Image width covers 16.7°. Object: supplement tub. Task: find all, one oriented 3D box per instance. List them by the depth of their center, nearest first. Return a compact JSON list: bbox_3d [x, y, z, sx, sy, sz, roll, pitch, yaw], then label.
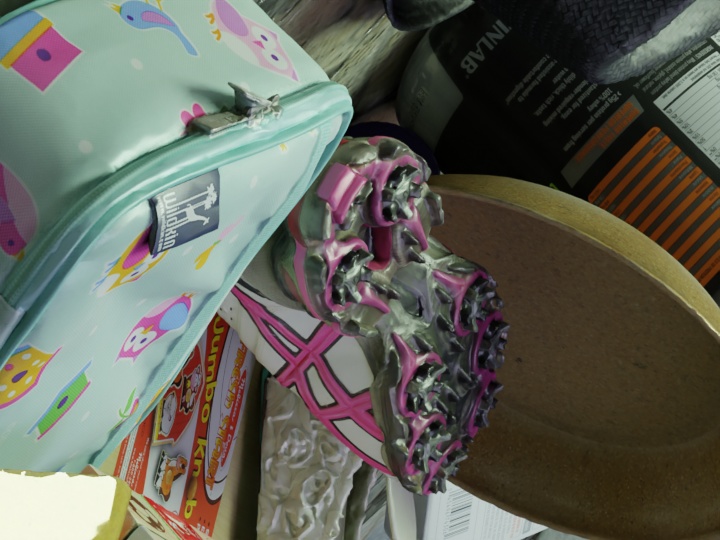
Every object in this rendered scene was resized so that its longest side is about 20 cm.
[{"bbox_3d":[0.119,-0.035,0.961,0.122,0.200,0.123,-41,168,-11],"label":"supplement tub"}]

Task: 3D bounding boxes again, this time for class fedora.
[{"bbox_3d":[0.103,-0.133,0.833,0.200,0.092,0.201,-42,167,-12],"label":"fedora"}]

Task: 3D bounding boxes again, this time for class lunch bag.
[{"bbox_3d":[-0.091,0.005,0.696,0.200,0.077,0.160,-50,166,31],"label":"lunch bag"}]

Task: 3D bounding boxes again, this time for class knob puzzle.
[{"bbox_3d":[-0.073,0.075,0.888,0.219,0.030,0.222,9,90,-72],"label":"knob puzzle"}]

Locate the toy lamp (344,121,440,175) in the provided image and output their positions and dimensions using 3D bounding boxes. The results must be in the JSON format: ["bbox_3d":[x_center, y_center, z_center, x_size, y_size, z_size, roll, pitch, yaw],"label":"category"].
[{"bbox_3d":[0.000,0.000,1.042,0.058,0.058,0.200,-40,165,-17],"label":"toy lamp"}]

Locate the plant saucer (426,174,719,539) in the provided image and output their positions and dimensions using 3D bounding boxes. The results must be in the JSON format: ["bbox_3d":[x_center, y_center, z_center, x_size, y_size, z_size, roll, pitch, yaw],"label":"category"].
[{"bbox_3d":[0.068,0.027,0.912,0.036,0.199,0.200,-58,176,-31],"label":"plant saucer"}]

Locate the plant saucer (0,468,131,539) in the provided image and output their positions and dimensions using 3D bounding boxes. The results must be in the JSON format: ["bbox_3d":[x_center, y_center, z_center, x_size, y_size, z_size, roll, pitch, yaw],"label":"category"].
[{"bbox_3d":[-0.180,0.118,0.629,0.200,0.049,0.199,-38,153,28],"label":"plant saucer"}]

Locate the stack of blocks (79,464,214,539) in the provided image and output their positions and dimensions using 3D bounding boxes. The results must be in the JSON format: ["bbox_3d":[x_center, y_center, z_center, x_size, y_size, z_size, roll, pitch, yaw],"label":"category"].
[{"bbox_3d":[-0.104,0.168,0.756,0.200,0.059,0.115,-49,143,2],"label":"stack of blocks"}]

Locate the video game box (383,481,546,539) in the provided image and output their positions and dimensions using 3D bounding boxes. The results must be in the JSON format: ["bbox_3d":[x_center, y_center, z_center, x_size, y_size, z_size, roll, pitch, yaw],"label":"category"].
[{"bbox_3d":[0.103,0.043,1.185,0.181,0.047,0.201,-18,138,-22],"label":"video game box"}]

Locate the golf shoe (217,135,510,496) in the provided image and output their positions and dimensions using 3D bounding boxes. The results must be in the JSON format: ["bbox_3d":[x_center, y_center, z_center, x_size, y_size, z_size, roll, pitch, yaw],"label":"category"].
[{"bbox_3d":[-0.008,0.007,0.840,0.073,0.092,0.200,-56,148,-21],"label":"golf shoe"}]

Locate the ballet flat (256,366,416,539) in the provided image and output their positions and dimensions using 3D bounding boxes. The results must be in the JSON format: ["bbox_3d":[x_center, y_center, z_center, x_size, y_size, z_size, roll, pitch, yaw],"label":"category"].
[{"bbox_3d":[-0.013,0.126,0.947,0.072,0.071,0.202,-24,123,-58],"label":"ballet flat"}]
